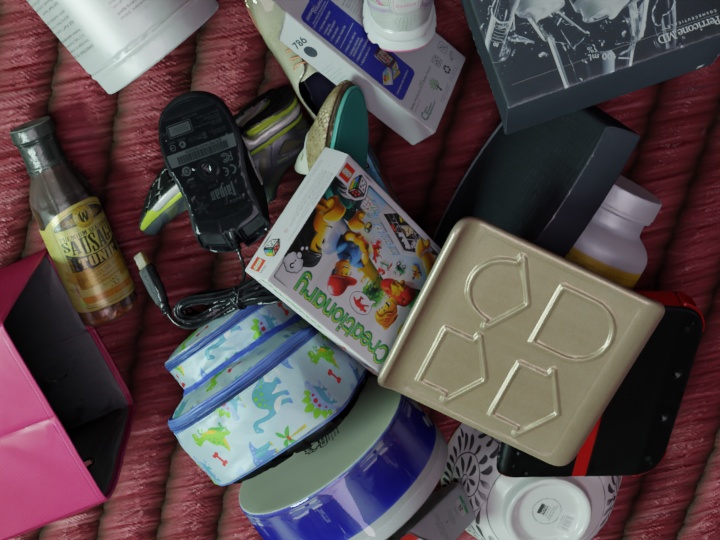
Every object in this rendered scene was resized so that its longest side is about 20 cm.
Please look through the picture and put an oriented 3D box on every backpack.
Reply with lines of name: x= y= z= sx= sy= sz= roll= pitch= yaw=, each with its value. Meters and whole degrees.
backpack: x=-0.095 y=0.102 z=1.102 sx=0.183 sy=0.200 sz=0.147 roll=-35 pitch=97 yaw=11

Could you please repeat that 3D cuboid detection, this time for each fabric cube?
fabric cube: x=-0.354 y=0.129 z=1.101 sx=0.199 sy=0.196 sz=0.200 roll=-23 pitch=110 yaw=5

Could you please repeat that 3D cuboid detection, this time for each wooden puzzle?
wooden puzzle: x=0.139 y=0.061 z=1.039 sx=0.200 sy=0.046 sz=0.185 roll=23 pitch=115 yaw=-5

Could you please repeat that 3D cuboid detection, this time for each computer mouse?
computer mouse: x=-0.143 y=-0.049 z=1.040 sx=0.140 sy=0.046 sz=0.200 roll=-24 pitch=93 yaw=11

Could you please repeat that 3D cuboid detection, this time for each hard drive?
hard drive: x=0.154 y=-0.073 z=1.088 sx=0.042 sy=0.135 sz=0.200 roll=19 pitch=109 yaw=-45

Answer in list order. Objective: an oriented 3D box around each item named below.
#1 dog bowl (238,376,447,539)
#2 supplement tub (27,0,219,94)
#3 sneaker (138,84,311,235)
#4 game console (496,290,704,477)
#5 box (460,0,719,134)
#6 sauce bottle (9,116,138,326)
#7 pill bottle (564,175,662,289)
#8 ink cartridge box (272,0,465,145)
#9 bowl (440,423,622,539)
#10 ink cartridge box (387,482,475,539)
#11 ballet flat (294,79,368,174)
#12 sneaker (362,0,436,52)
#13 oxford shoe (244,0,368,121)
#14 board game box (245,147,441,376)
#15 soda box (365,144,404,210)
dog bowl: x=-0.018 y=0.195 z=1.141 sx=0.200 sy=0.200 sz=0.079 roll=-34 pitch=105 yaw=9
supplement tub: x=-0.231 y=-0.267 z=0.997 sx=0.132 sy=0.132 sz=0.200 roll=-35 pitch=109 yaw=10
sneaker: x=-0.124 y=-0.085 z=1.102 sx=0.200 sy=0.074 sz=0.081 roll=-32 pitch=117 yaw=16
game console: x=0.228 y=0.110 z=1.114 sx=0.177 sy=0.031 sz=0.200 roll=3 pitch=115 yaw=-14
box: x=0.190 y=-0.241 z=1.006 sx=0.200 sy=0.104 sz=0.182 roll=-19 pitch=83 yaw=4
sauce bottle: x=-0.275 y=-0.046 z=1.111 sx=0.066 sy=0.066 sz=0.200 roll=-19 pitch=112 yaw=4
pill bottle: x=0.206 y=0.004 z=1.129 sx=0.112 sy=0.112 sz=0.200 roll=23 pitch=108 yaw=-11
ink cartridge box: x=-0.001 y=-0.209 z=1.040 sx=0.200 sy=0.100 sz=0.039 roll=38 pitch=147 yaw=-21
bowl: x=0.187 y=0.233 z=1.223 sx=0.200 sy=0.094 sz=0.201 roll=-1 pitch=111 yaw=-2
ink cartridge box: x=0.008 y=0.287 z=1.158 sx=0.161 sy=0.200 sz=0.050 roll=-28 pitch=90 yaw=29
ballet flat: x=-0.029 y=-0.072 z=1.047 sx=0.065 sy=0.070 sz=0.200 roll=13 pitch=114 yaw=33
sneaker: x=0.031 y=-0.294 z=0.995 sx=0.081 sy=0.088 sz=0.200 roll=-11 pitch=79 yaw=-7
oxford shoe: x=-0.048 y=-0.206 z=1.059 sx=0.071 sy=0.074 sz=0.200 roll=-31 pitch=109 yaw=9
board game box: x=0.000 y=0.000 z=1.027 sx=0.200 sy=0.035 sz=0.126 roll=41 pitch=77 yaw=-44
soda box: x=0.021 y=-0.025 z=1.135 sx=0.068 sy=0.064 sz=0.200 roll=-26 pitch=110 yaw=8
